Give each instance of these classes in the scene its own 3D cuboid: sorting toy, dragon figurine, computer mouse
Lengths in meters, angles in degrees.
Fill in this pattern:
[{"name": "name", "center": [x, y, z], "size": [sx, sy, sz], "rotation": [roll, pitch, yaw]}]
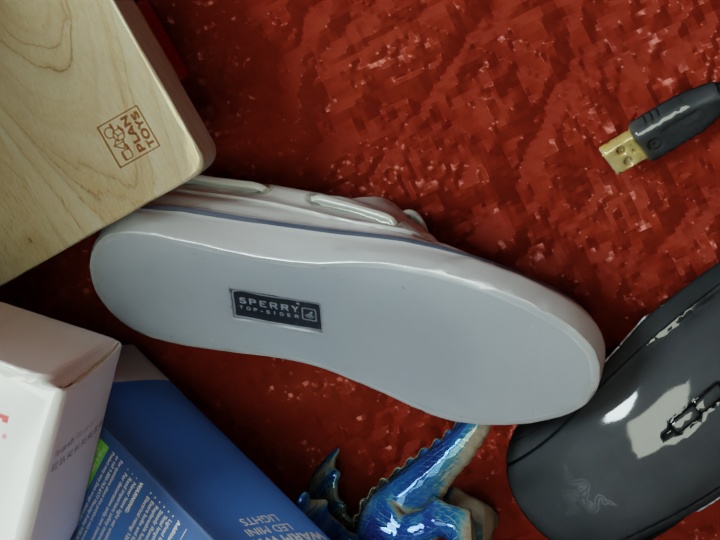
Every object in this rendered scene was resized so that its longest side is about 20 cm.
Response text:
[{"name": "sorting toy", "center": [-0.177, -0.088, 1.086], "size": [0.198, 0.070, 0.200], "rotation": [-28, 96, 20]}, {"name": "dragon figurine", "center": [-0.002, 0.109, 1.102], "size": [0.099, 0.059, 0.201], "rotation": [15, 108, 9]}, {"name": "computer mouse", "center": [0.119, 0.018, 1.057], "size": [0.200, 0.046, 0.141], "rotation": [-34, 95, 19]}]

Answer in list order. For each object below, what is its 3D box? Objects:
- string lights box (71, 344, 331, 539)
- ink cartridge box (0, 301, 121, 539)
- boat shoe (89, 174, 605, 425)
[{"name": "string lights box", "center": [-0.066, 0.127, 1.070], "size": [0.200, 0.059, 0.103], "rotation": [42, 118, 33]}, {"name": "ink cartridge box", "center": [-0.185, 0.103, 1.042], "size": [0.145, 0.084, 0.201], "rotation": [18, 104, 8]}, {"name": "boat shoe", "center": [0.000, 0.000, 1.070], "size": [0.199, 0.065, 0.074], "rotation": [16, 131, 11]}]
